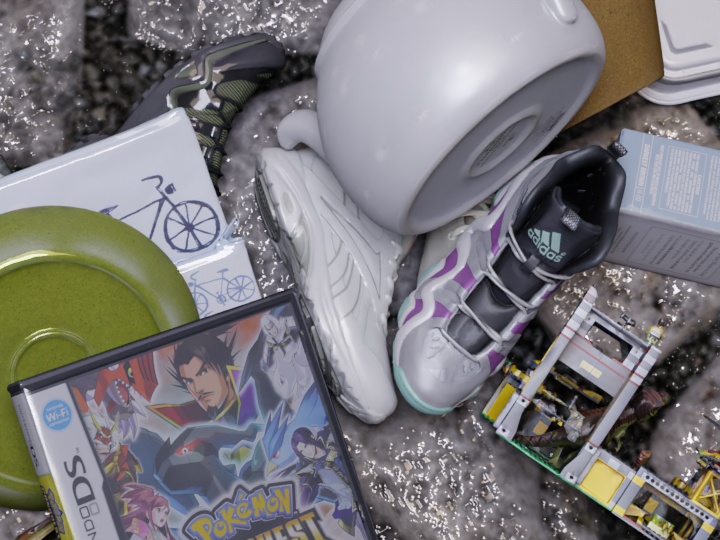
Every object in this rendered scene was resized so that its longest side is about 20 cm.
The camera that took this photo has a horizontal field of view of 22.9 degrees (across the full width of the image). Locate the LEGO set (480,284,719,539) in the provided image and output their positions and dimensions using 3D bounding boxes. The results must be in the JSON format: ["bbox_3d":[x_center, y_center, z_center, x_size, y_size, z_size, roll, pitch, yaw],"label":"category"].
[{"bbox_3d":[0.176,0.092,1.125,0.199,0.154,0.116,34,91,13],"label":"LEGO set"}]

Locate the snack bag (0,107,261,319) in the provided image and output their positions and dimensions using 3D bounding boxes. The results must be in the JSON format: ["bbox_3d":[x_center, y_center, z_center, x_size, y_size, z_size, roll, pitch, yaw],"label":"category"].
[{"bbox_3d":[-0.159,0.013,1.137,0.187,0.021,0.201,-21,109,-11],"label":"snack bag"}]

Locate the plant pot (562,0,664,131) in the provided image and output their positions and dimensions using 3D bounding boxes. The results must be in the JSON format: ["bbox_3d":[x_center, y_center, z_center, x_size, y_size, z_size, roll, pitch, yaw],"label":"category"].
[{"bbox_3d":[0.121,-0.199,1.205,0.185,0.186,0.201,-28,90,-12],"label":"plant pot"}]

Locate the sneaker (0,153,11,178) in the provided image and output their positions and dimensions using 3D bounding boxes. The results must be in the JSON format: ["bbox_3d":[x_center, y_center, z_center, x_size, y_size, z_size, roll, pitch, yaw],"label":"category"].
[{"bbox_3d":[-0.259,-0.036,1.166,0.076,0.075,0.201,-31,77,-14],"label":"sneaker"}]

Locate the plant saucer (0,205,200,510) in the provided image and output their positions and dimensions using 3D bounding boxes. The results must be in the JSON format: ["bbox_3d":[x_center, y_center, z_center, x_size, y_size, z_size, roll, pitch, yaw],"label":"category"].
[{"bbox_3d":[-0.193,0.061,1.112,0.198,0.031,0.202,-4,106,-15],"label":"plant saucer"}]

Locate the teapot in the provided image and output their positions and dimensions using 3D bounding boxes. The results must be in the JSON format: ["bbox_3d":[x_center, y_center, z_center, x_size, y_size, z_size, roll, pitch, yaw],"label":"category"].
[{"bbox_3d":[0.044,-0.131,1.088,0.200,0.197,0.146,-38,76,-4],"label":"teapot"}]

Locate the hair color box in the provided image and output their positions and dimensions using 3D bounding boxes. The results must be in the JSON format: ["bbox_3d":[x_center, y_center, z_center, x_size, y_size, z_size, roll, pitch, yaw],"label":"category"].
[{"bbox_3d":[0.257,-0.030,1.195,0.198,0.099,0.061,13,72,-1],"label":"hair color box"}]

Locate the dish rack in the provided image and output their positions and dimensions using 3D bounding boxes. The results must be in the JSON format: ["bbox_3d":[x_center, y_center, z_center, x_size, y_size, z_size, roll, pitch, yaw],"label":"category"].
[{"bbox_3d":[0.273,-0.218,1.282,0.198,0.044,0.173,-13,76,-7],"label":"dish rack"}]

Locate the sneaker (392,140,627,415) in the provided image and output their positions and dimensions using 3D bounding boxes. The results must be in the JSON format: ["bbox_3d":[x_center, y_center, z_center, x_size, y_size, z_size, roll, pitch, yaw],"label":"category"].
[{"bbox_3d":[0.098,-0.004,1.097,0.078,0.140,0.201,35,71,-8],"label":"sneaker"}]

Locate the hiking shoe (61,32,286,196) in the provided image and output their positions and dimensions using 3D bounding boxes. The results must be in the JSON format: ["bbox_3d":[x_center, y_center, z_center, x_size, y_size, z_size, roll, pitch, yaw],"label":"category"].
[{"bbox_3d":[-0.118,-0.075,1.198,0.200,0.076,0.101,-39,89,-5],"label":"hiking shoe"}]

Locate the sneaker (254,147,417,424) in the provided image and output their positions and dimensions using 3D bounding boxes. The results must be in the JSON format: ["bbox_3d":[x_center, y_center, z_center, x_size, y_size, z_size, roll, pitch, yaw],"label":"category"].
[{"bbox_3d":[0.000,0.000,1.178,0.099,0.078,0.201,-15,76,-13],"label":"sneaker"}]

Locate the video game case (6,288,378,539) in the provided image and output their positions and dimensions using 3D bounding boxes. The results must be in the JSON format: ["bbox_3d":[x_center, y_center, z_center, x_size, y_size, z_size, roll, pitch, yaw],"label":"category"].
[{"bbox_3d":[-0.097,0.125,1.094,0.199,0.025,0.182,-19,90,-32],"label":"video game case"}]

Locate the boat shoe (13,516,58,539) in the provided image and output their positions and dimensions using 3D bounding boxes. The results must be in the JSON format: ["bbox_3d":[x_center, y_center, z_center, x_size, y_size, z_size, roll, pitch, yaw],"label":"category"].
[{"bbox_3d":[-0.127,0.162,1.122,0.199,0.068,0.072,-25,77,-12],"label":"boat shoe"}]

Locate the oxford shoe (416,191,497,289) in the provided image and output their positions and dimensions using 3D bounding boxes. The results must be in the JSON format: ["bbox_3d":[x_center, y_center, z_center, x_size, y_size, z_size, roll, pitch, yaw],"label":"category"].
[{"bbox_3d":[0.076,-0.030,1.202,0.075,0.058,0.202,12,72,0],"label":"oxford shoe"}]
